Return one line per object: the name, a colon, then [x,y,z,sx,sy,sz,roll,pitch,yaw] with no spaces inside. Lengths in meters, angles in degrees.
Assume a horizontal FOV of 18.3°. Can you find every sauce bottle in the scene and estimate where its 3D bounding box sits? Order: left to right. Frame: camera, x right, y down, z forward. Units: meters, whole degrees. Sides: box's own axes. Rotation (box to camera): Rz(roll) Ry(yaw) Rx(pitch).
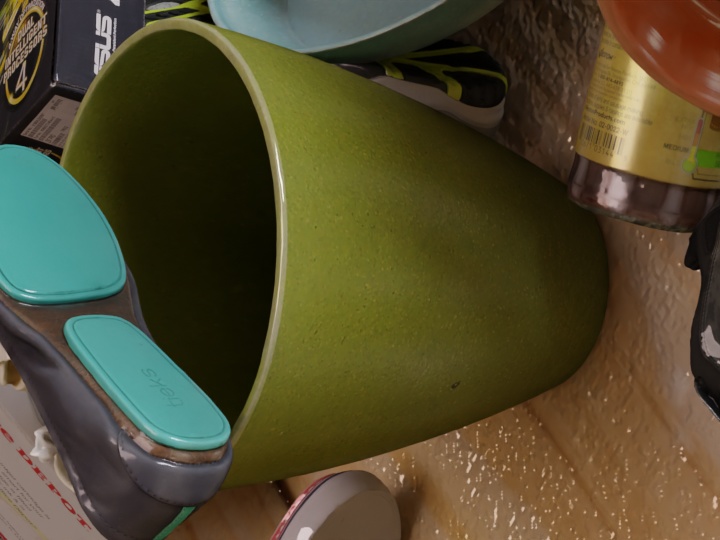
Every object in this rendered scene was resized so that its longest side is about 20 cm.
sauce bottle: [0.132,-0.116,0.869,0.065,0.064,0.201,31,113,52]

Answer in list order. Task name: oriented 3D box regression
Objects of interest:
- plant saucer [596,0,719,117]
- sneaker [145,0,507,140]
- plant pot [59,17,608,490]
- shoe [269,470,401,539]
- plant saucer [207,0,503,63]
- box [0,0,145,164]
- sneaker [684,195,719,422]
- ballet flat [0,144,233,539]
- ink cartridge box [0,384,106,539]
plant saucer: [0.170,-0.117,0.705,0.200,0.199,0.032,-46,33,42]
sneaker: [-0.033,-0.077,1.029,0.199,0.075,0.077,17,118,20]
plant pot: [0.000,0.000,0.929,0.187,0.199,0.188,-7,81,55]
shoe: [-0.049,0.161,1.094,0.091,0.071,0.201,46,128,40]
plant saucer: [0.025,-0.155,0.980,0.199,0.036,0.201,-23,38,19]
box: [-0.159,-0.107,1.059,0.200,0.049,0.162,-38,44,52]
sneaker: [0.166,0.046,0.808,0.091,0.066,0.201,-47,47,46]
ballet flat: [-0.113,0.032,0.857,0.200,0.073,0.073,52,127,41]
ink cartridge box: [-0.171,0.077,1.179,0.146,0.083,0.200,50,154,-6]
